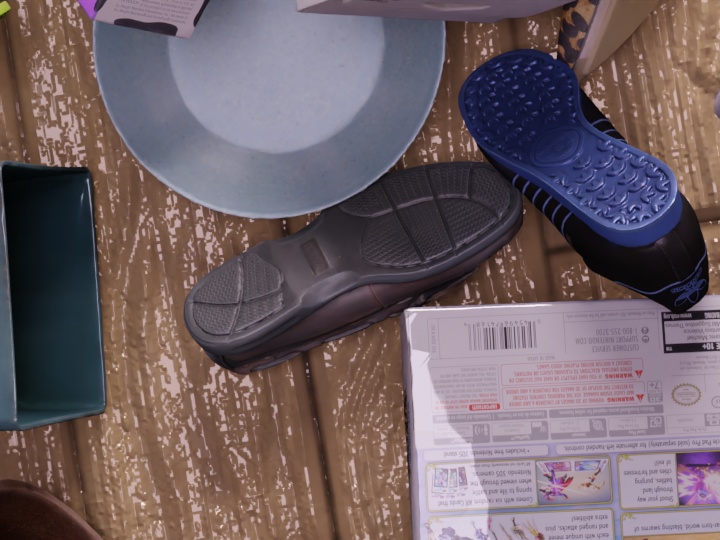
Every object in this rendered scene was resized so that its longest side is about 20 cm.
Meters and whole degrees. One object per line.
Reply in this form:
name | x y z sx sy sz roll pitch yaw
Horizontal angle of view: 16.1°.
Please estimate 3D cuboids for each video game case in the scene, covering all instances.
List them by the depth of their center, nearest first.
video game case | 0.125 0.108 1.340 0.199 0.045 0.182 -2 81 -3

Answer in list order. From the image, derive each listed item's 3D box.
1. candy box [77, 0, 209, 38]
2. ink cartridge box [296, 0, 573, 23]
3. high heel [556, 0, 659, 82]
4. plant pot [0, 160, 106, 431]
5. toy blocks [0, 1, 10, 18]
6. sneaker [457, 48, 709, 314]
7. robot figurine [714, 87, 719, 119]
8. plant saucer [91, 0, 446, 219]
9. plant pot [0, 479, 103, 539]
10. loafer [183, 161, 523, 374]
candy box | -0.108 -0.256 1.347 0.168 0.071 0.200 54 124 38
ink cartridge box | 0.054 -0.239 1.329 0.144 0.145 0.201 -10 84 52
high heel | 0.118 -0.216 1.407 0.142 0.071 0.200 33 109 29
plant pot | -0.261 0.020 1.414 0.199 0.141 0.142 -5 90 14
toy blocks | -0.310 -0.140 1.417 0.200 0.100 0.137 -34 96 33
sneaker | 0.118 -0.046 1.362 0.070 0.200 0.078 -33 129 -5
robot figurine | 0.288 -0.064 1.346 0.200 0.113 0.170 34 76 6
plant saucer | -0.049 -0.129 1.429 0.200 0.039 0.202 0 91 8
plant pot | -0.225 0.249 1.388 0.198 0.200 0.201 -32 86 14
loafer | 0.000 0.000 1.422 0.199 0.063 0.072 -22 57 4
